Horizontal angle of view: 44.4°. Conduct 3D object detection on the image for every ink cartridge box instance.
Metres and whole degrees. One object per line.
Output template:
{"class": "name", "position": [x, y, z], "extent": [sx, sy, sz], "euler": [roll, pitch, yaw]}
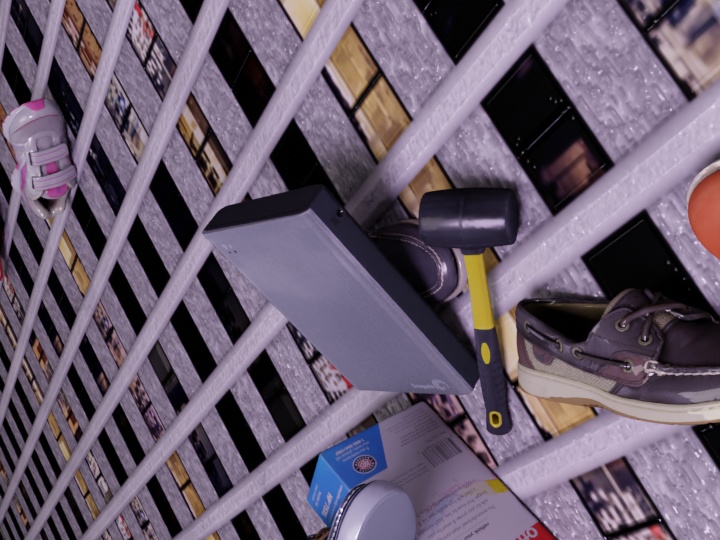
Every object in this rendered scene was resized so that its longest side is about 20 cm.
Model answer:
{"class": "ink cartridge box", "position": [0.065, 0.209, 0.684], "extent": [0.200, 0.116, 0.067], "euler": [45, 138, 30]}

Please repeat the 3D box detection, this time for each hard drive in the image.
{"class": "hard drive", "position": [-0.013, 0.023, 0.678], "extent": [0.140, 0.033, 0.200], "euler": [-7, 133, 50]}

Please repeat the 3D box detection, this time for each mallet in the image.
{"class": "mallet", "position": [0.096, 0.032, 0.625], "extent": [0.066, 0.041, 0.200], "euler": [-8, 115, 25]}

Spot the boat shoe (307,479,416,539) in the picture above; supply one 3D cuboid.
{"class": "boat shoe", "position": [-0.020, 0.211, 0.633], "extent": [0.091, 0.071, 0.200], "euler": [32, 132, 35]}

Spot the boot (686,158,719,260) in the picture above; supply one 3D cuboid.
{"class": "boot", "position": [0.218, 0.000, 0.385], "extent": [0.200, 0.107, 0.075], "euler": [30, 131, 44]}

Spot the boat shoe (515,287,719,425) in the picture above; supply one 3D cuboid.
{"class": "boat shoe", "position": [0.159, 0.044, 0.511], "extent": [0.200, 0.073, 0.065], "euler": [-7, 107, 54]}

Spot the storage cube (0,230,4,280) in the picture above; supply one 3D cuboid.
{"class": "storage cube", "position": [-0.751, -0.077, 1.556], "extent": [0.180, 0.200, 0.171], "euler": [47, 141, 37]}

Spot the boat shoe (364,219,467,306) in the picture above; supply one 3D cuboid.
{"class": "boat shoe", "position": [0.000, 0.000, 0.708], "extent": [0.200, 0.063, 0.073], "euler": [5, 109, 51]}

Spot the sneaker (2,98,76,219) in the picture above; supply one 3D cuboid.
{"class": "sneaker", "position": [-0.422, -0.146, 1.188], "extent": [0.088, 0.081, 0.200], "euler": [51, 149, 21]}
